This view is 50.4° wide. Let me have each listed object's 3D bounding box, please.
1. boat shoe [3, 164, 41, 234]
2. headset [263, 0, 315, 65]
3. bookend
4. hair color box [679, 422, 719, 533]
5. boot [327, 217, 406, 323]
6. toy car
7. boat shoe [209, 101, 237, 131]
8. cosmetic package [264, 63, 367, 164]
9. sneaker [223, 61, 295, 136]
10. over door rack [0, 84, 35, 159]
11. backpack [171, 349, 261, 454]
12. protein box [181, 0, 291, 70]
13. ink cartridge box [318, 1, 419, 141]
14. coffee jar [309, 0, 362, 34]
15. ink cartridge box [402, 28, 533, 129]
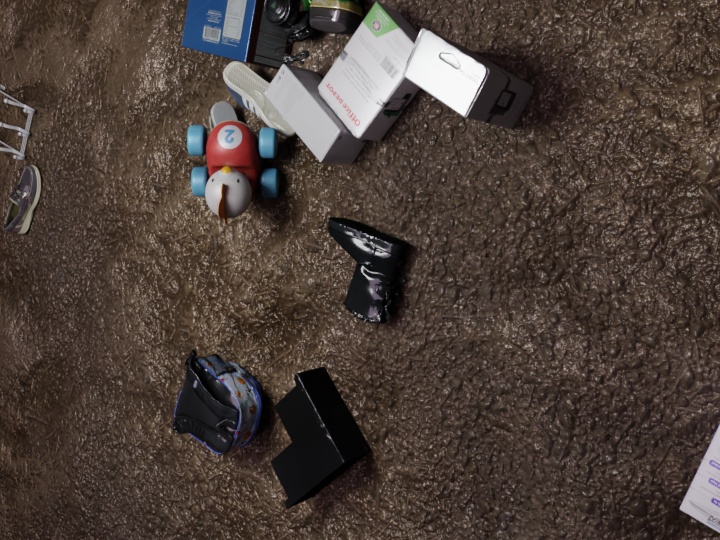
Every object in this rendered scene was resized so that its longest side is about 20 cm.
[{"bbox_3d":[-0.946,-0.196,2.135,0.071,0.064,0.204,34,110,29],"label":"boat shoe"},{"bbox_3d":[-0.126,-0.494,1.495,0.092,0.123,0.206,-4,70,32],"label":"headset"},{"bbox_3d":[-0.113,0.345,1.580,0.200,0.091,0.201,-44,68,30],"label":"bookend"},{"bbox_3d":[0.565,0.288,1.125,0.108,0.064,0.205,27,106,29],"label":"hair color box"},{"bbox_3d":[0.000,0.000,1.494,0.195,0.073,0.167,24,109,30],"label":"boot"},{"bbox_3d":[-0.261,-0.184,1.531,0.179,0.202,0.181,1,124,-1],"label":"toy car"},{"bbox_3d":[-0.282,-0.265,1.678,0.063,0.069,0.206,-6,99,66],"label":"boat shoe"},{"bbox_3d":[-0.084,-0.306,1.505,0.081,0.112,0.202,-49,65,27],"label":"cosmetic package"},{"bbox_3d":[-0.206,-0.353,1.618,0.200,0.085,0.075,45,77,3],"label":"sneaker"},{"bbox_3d":[-1.004,-0.420,2.160,0.198,0.066,0.151,32,110,28],"label":"over door rack"},{"bbox_3d":[-0.302,0.299,1.674,0.189,0.152,0.204,35,118,36],"label":"backpack"},{"bbox_3d":[-0.245,-0.541,1.585,0.195,0.134,0.206,21,105,32],"label":"protein box"},{"bbox_3d":[0.032,-0.367,1.435,0.201,0.083,0.147,-49,67,27],"label":"ink cartridge box"},{"bbox_3d":[-0.037,-0.561,1.470,0.102,0.085,0.206,15,101,30],"label":"coffee jar"},{"bbox_3d":[0.180,-0.313,1.267,0.145,0.198,0.085,39,113,25],"label":"ink cartridge box"}]
